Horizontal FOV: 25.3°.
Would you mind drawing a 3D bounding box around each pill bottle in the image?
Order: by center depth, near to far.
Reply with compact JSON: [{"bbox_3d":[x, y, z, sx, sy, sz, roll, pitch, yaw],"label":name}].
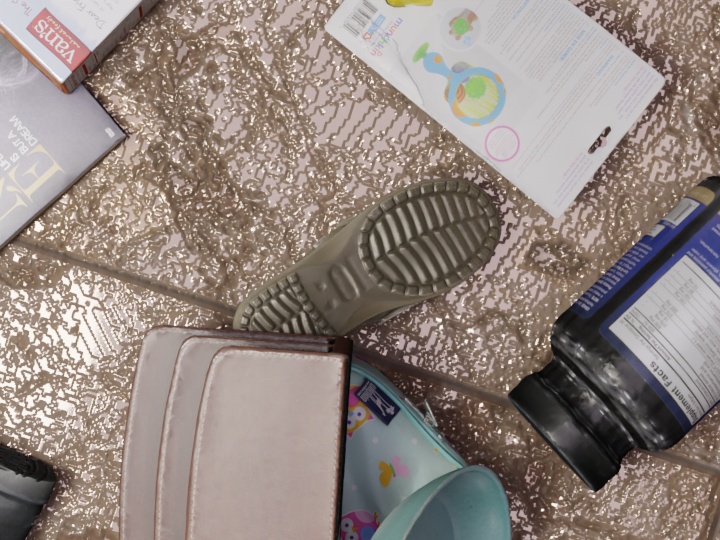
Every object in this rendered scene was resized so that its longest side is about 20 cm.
[{"bbox_3d":[0.194,0.044,1.039,0.200,0.112,0.112,-43,93,0],"label":"pill bottle"}]

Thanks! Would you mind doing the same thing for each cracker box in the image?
[{"bbox_3d":[-0.171,-0.233,1.035,0.134,0.058,0.200,44,83,-3],"label":"cracker box"}]

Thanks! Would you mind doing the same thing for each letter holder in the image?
[{"bbox_3d":[-0.081,0.140,0.957,0.140,0.101,0.203,4,93,1],"label":"letter holder"}]

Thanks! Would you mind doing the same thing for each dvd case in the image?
[{"bbox_3d":[-0.276,-0.079,1.061,0.200,0.016,0.149,-41,93,-1],"label":"dvd case"}]

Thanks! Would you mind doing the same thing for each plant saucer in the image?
[{"bbox_3d":[0.032,0.211,0.961,0.036,0.199,0.203,13,91,28],"label":"plant saucer"}]

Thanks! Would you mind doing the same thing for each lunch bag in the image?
[{"bbox_3d":[-0.020,0.163,1.049,0.160,0.077,0.200,44,89,-3],"label":"lunch bag"}]

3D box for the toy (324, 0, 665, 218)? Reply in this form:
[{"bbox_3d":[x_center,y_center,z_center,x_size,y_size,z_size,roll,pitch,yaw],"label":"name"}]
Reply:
[{"bbox_3d":[0.087,-0.142,1.062,0.199,0.047,0.116,39,93,0],"label":"toy"}]

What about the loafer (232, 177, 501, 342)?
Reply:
[{"bbox_3d":[0.000,0.000,1.052,0.198,0.068,0.076,-27,95,-15],"label":"loafer"}]

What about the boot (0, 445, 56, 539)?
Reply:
[{"bbox_3d":[-0.310,0.196,1.047,0.163,0.066,0.202,25,95,-1],"label":"boot"}]
